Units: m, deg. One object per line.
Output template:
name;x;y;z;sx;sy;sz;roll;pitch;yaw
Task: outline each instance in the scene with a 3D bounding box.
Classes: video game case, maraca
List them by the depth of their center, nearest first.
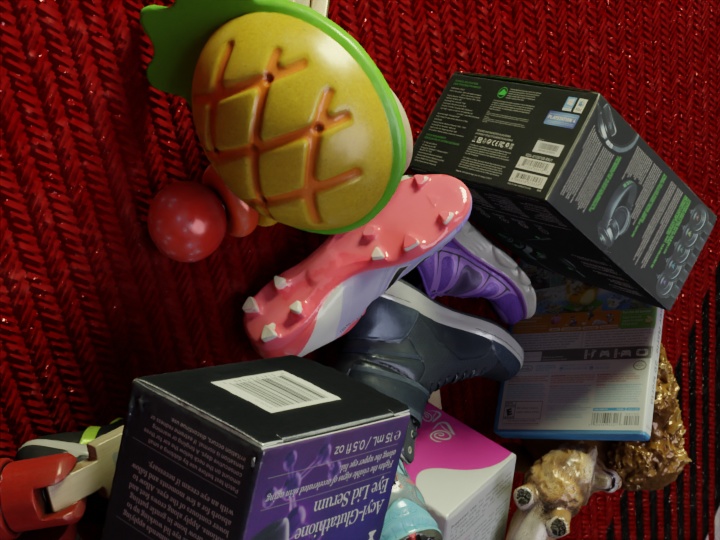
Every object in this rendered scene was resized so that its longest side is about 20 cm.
maraca;-0.056;-0.109;0.720;0.137;0.200;0.107;-47;178;33
video game case;0.196;0.049;1.012;0.018;0.141;0.203;36;58;-45

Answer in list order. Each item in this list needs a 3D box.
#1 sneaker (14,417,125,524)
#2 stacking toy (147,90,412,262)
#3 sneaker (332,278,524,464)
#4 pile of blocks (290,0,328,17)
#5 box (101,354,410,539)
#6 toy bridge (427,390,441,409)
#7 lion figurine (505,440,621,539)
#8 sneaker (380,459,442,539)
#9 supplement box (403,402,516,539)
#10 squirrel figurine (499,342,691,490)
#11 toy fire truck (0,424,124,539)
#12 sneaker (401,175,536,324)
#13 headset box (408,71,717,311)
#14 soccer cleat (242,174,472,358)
sneaker;-0.144;0.125;0.813;0.197;0.084;0.072;6;136;-26
stacking toy;-0.060;-0.064;0.811;0.199;0.085;0.086;-32;126;-26
sneaker;0.053;0.101;0.951;0.201;0.076;0.148;23;66;-36
pile of blocks;-0.045;-0.238;0.777;0.061;0.082;0.204;7;92;-2
box;-0.069;0.165;0.683;0.147;0.103;0.203;-5;111;-55
toy bridge;0.001;0.168;0.994;0.199;0.027;0.068;-32;129;-33
lion figurine;0.142;0.235;0.972;0.202;0.072;0.122;-59;165;6
sneaker;0.004;0.199;0.909;0.078;0.097;0.200;-9;155;-27
supplement box;0.058;0.234;0.997;0.103;0.101;0.202;-31;137;-38
squirrel figurine;0.228;0.102;1.079;0.140;0.199;0.190;8;88;-36
toy fire truck;-0.180;0.162;0.699;0.197;0.129;0.178;-11;123;7
sneaker;0.074;-0.005;0.983;0.084;0.081;0.199;-50;129;5
headset box;0.168;-0.062;0.945;0.199;0.173;0.094;35;82;-36
soccer cleat;0.000;0.000;0.868;0.199;0.067;0.077;-36;153;1
